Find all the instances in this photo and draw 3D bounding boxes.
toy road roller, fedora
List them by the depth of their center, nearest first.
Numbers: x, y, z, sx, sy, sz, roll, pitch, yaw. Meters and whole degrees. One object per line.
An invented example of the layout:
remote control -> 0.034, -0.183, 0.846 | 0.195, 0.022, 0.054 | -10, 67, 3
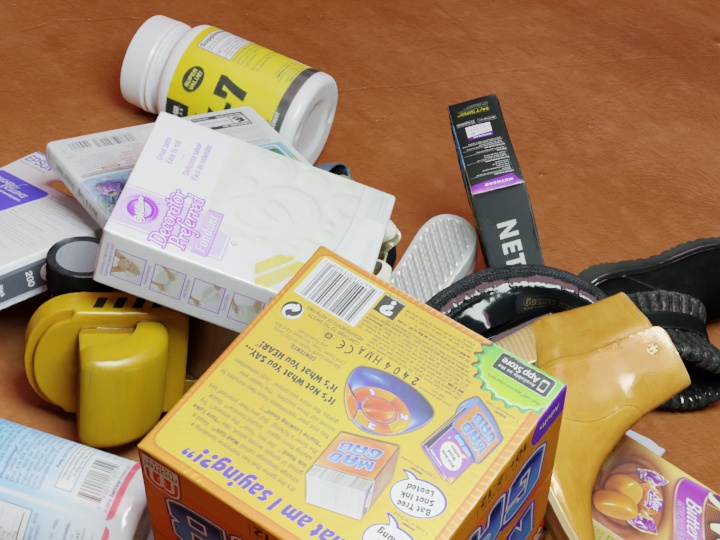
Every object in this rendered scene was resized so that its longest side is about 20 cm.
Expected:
toy road roller -> -0.163, 0.065, 1.328 | 0.198, 0.124, 0.146 | 1, 35, -12
fedora -> 0.124, 0.094, 1.355 | 0.199, 0.092, 0.202 | 0, 63, -1

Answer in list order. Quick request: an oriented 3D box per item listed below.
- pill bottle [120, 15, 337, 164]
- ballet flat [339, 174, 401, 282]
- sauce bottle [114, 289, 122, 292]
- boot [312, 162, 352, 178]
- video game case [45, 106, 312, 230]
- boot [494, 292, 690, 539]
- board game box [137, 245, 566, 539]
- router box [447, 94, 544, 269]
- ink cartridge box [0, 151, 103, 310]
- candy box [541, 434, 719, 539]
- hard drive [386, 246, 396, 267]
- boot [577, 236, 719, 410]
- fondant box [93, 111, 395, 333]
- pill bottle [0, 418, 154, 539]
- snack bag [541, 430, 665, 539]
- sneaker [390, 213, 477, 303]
pill bottle -> -0.133, -0.177, 1.700 | 0.199, 0.115, 0.114 | 24, 35, 15
ballet flat -> 0.000, 0.000, 1.409 | 0.068, 0.075, 0.201 | 26, 56, -30
sauce bottle -> -0.162, 0.001, 1.478 | 0.198, 0.065, 0.065 | 17, 33, -4
boot -> -0.077, -0.057, 1.452 | 0.096, 0.075, 0.200 | -12, 14, 20
video game case -> -0.134, -0.071, 1.401 | 0.199, 0.024, 0.182 | -14, 40, -31
boot -> 0.181, 0.111, 1.251 | 0.143, 0.071, 0.202 | -19, 58, -6
board game box -> -0.004, 0.152, 1.139 | 0.199, 0.201, 0.200 | 30, 57, 21
router box -> 0.130, -0.034, 1.508 | 0.051, 0.201, 0.150 | -15, 35, 4
ink cartridge box -> -0.306, -0.030, 1.423 | 0.199, 0.044, 0.198 | -25, 32, -31
candy box -> 0.251, 0.220, 1.293 | 0.199, 0.057, 0.117 | 34, 37, 13
hard drive -> -0.070, -0.024, 1.564 | 0.198, 0.043, 0.135 | 17, 34, 5
boot -> 0.310, 0.050, 1.555 | 0.209, 0.080, 0.158 | -13, 34, -18
fondant box -> -0.086, -0.026, 1.289 | 0.198, 0.058, 0.145 | 19, 45, -1
pill bottle -> -0.244, 0.162, 1.172 | 0.198, 0.109, 0.109 | 17, 34, 6
snack bag -> 0.133, 0.154, 1.398 | 0.199, 0.022, 0.188 | 27, 35, 17
sneaker -> 0.034, 0.050, 1.482 | 0.075, 0.105, 0.200 | 34, 68, 18
